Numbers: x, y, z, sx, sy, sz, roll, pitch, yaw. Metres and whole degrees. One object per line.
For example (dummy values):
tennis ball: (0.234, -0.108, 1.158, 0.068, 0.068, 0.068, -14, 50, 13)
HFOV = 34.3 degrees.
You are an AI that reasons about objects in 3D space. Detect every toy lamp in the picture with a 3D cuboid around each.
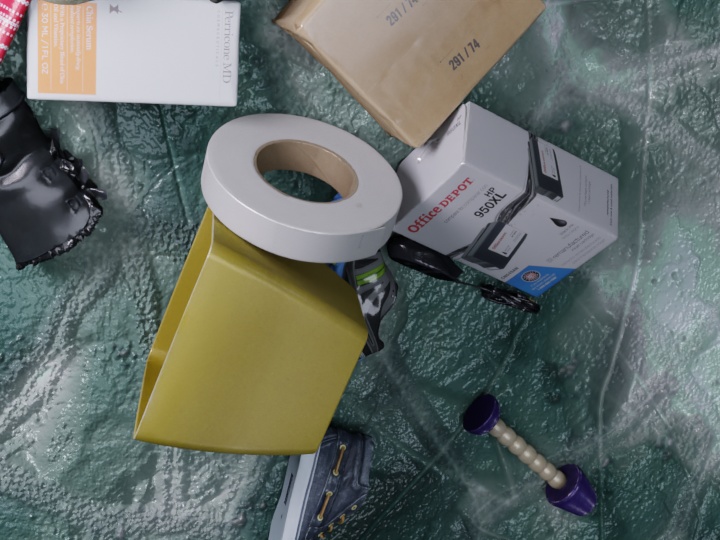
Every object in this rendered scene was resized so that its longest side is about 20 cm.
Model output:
toy lamp: (0.207, 0.223, 1.382, 0.200, 0.058, 0.058, 42, 92, -23)

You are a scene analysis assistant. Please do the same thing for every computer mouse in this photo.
computer mouse: (0.118, 0.002, 1.292, 0.197, 0.058, 0.035, 23, 82, -23)

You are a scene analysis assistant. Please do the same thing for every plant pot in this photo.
plant pot: (-0.101, 0.068, 1.145, 0.174, 0.200, 0.203, 21, 104, -12)

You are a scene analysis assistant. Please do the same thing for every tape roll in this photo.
tape roll: (-0.056, -0.083, 1.136, 0.199, 0.204, 0.037, 7, 128, -18)

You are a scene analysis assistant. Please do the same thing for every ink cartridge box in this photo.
ink cartridge box: (0.150, -0.070, 1.225, 0.197, 0.085, 0.144, 23, 143, -21)

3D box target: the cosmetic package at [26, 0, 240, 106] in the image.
cosmetic package: (-0.218, -0.214, 1.117, 0.196, 0.071, 0.103, -1, 106, -17)

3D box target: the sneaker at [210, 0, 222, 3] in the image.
sneaker: (-0.110, -0.348, 1.093, 0.114, 0.076, 0.201, 38, 73, -16)

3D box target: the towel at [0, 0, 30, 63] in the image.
towel: (-0.364, -0.259, 1.050, 0.143, 0.022, 0.202, 29, 97, 10)

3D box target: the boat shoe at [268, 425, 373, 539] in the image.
boat shoe: (-0.045, 0.273, 1.312, 0.089, 0.071, 0.204, 12, 100, -15)

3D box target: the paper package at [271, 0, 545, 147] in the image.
paper package: (0.049, -0.256, 1.168, 0.190, 0.103, 0.200, 41, 91, -24)

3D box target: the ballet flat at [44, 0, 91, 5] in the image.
ballet flat: (-0.212, -0.288, 1.051, 0.199, 0.062, 0.069, -31, 107, -46)

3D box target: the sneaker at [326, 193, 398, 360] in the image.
sneaker: (0.000, 0.000, 1.253, 0.081, 0.071, 0.203, -7, 110, -25)

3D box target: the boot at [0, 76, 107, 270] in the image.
boot: (-0.358, -0.071, 1.123, 0.197, 0.073, 0.164, -33, 118, -3)
